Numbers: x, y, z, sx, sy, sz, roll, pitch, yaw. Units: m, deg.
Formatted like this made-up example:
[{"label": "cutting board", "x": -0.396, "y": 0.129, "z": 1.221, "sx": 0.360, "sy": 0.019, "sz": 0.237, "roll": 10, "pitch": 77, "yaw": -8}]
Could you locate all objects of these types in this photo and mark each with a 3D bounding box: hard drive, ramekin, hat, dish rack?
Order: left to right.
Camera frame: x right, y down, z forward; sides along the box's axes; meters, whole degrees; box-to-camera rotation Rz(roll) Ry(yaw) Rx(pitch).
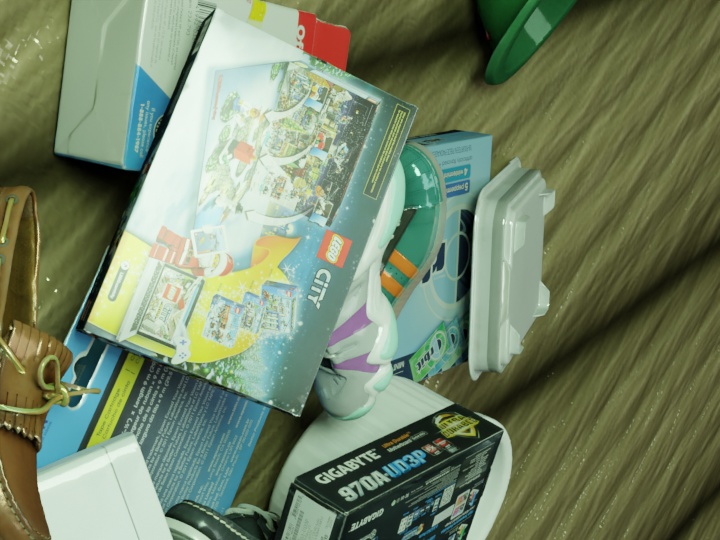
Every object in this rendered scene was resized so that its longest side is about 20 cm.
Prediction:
[{"label": "hard drive", "x": -0.197, "y": 0.189, "z": 0.718, "sx": 0.199, "sy": 0.027, "sz": 0.132, "roll": -21, "pitch": 98, "yaw": -23}, {"label": "ramekin", "x": 0.020, "y": 0.180, "z": 1.022, "sx": 0.200, "sy": 0.098, "sz": 0.201, "roll": -33, "pitch": 139, "yaw": -34}, {"label": "hat", "x": 0.106, "y": -0.288, "z": 1.121, "sx": 0.166, "sy": 0.176, "sz": 0.200, "roll": -42, "pitch": 168, "yaw": -43}, {"label": "dish rack", "x": 0.139, "y": -0.003, "z": 1.167, "sx": 0.200, "sy": 0.043, "sz": 0.173, "roll": -39, "pitch": 133, "yaw": -66}]

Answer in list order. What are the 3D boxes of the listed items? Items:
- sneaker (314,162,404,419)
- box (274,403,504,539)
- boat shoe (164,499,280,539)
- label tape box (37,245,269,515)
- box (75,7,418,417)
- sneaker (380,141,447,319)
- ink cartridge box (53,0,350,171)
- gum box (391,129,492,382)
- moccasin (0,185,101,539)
[{"label": "sneaker", "x": -0.046, "y": 0.015, "z": 0.855, "sx": 0.140, "sy": 0.078, "sz": 0.201, "roll": -13, "pitch": 112, "yaw": -40}, {"label": "box", "x": 0.011, "y": 0.187, "z": 0.867, "sx": 0.200, "sy": 0.046, "sz": 0.160, "roll": -16, "pitch": 128, "yaw": -54}, {"label": "boat shoe", "x": -0.072, "y": 0.185, "z": 0.854, "sx": 0.060, "sy": 0.075, "sz": 0.200, "roll": -59, "pitch": 153, "yaw": -20}, {"label": "label tape box", "x": -0.145, "y": 0.083, "z": 0.834, "sx": 0.200, "sy": 0.066, "sz": 0.144, "roll": 39, "pitch": 68, "yaw": -50}, {"label": "box", "x": -0.064, "y": -0.032, "z": 0.764, "sx": 0.136, "sy": 0.038, "sz": 0.201, "roll": 24, "pitch": 80, "yaw": -18}, {"label": "sneaker", "x": 0.000, "y": 0.000, "z": 0.963, "sx": 0.080, "sy": 0.071, "sz": 0.201, "roll": -19, "pitch": 138, "yaw": -51}, {"label": "ink cartridge box", "x": -0.095, "y": -0.120, "z": 0.843, "sx": 0.200, "sy": 0.067, "sz": 0.117, "roll": 1, "pitch": 100, "yaw": -54}, {"label": "gum box", "x": 0.045, "y": -0.009, "z": 1.088, "sx": 0.170, "sy": 0.044, "sz": 0.201, "roll": -15, "pitch": 112, "yaw": -52}, {"label": "moccasin", "x": -0.183, "y": 0.048, "z": 0.688, "sx": 0.074, "sy": 0.077, "sz": 0.202, "roll": 82, "pitch": -4, "yaw": -62}]
